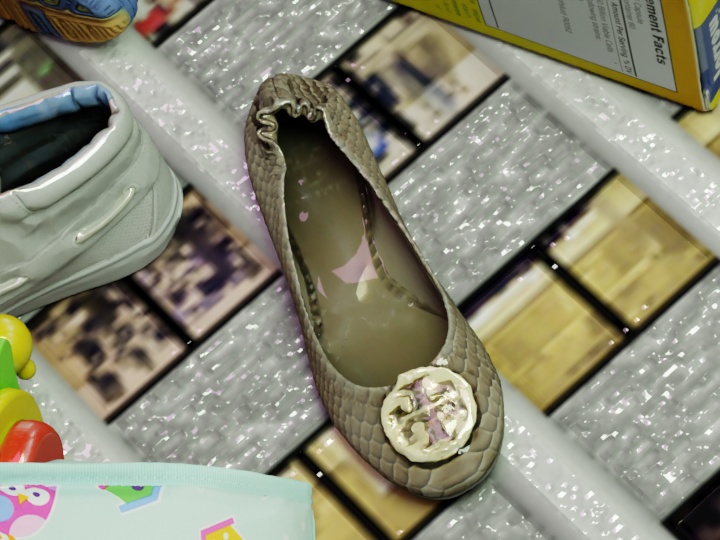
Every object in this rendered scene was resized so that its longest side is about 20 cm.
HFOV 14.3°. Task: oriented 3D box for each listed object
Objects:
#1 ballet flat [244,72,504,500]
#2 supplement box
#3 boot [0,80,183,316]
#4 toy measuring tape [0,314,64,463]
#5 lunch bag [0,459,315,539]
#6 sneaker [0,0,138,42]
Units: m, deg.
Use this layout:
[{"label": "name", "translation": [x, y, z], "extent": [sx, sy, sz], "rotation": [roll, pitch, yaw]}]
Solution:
[{"label": "ballet flat", "translation": [0.000, 0.000, 1.122], "extent": [0.067, 0.046, 0.200], "rotation": [-23, 59, 1]}, {"label": "supplement box", "translation": [0.070, -0.163, 1.159], "extent": [0.200, 0.109, 0.110], "rotation": [22, 69, 22]}, {"label": "boot", "translation": [-0.173, -0.013, 1.140], "extent": [0.200, 0.096, 0.074], "rotation": [-28, 59, -3]}, {"label": "toy measuring tape", "translation": [-0.159, 0.109, 1.084], "extent": [0.073, 0.074, 0.200], "rotation": [6, 62, 16]}, {"label": "lunch bag", "translation": [-0.103, 0.152, 0.993], "extent": [0.199, 0.122, 0.171], "rotation": [4, 75, -26]}, {"label": "sneaker", "translation": [-0.163, -0.171, 1.237], "extent": [0.200, 0.075, 0.088], "rotation": [30, 72, 25]}]
